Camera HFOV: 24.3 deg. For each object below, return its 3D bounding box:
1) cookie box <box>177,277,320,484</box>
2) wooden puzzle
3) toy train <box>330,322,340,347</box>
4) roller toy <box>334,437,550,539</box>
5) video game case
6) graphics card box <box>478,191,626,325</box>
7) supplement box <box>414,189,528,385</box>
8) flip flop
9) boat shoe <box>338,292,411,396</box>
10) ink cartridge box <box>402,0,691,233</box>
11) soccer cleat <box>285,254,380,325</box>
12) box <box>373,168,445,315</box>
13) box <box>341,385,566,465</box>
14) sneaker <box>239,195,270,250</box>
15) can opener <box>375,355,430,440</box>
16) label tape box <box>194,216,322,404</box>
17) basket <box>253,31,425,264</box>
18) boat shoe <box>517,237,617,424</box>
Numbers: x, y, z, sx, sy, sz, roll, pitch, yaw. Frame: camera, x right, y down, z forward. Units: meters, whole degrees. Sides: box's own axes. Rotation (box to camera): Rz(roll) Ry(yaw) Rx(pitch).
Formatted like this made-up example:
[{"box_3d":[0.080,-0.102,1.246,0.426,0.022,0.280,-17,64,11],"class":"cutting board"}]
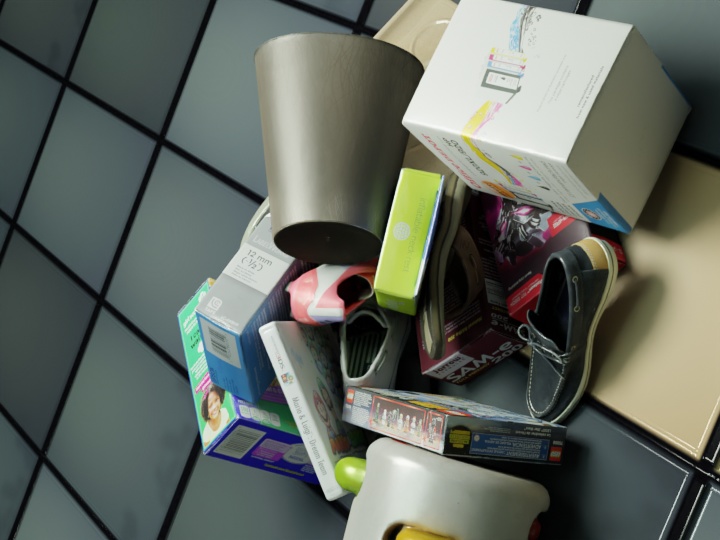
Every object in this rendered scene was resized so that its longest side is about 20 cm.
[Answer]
[{"box_3d":[-0.109,0.125,1.892,0.075,0.170,0.201,-45,43,30],"class":"cookie box"},{"box_3d":[0.080,-0.191,1.790,0.185,0.046,0.200,-47,54,-4],"class":"wooden puzzle"},{"box_3d":[-0.008,0.029,1.883,0.116,0.084,0.201,-44,44,13],"class":"toy train"},{"box_3d":[0.079,0.245,1.564,0.199,0.181,0.141,10,84,58],"class":"roller toy"},{"box_3d":[-0.033,0.139,1.719,0.024,0.200,0.183,-24,83,13],"class":"video game case"},{"box_3d":[0.185,-0.060,1.665,0.125,0.051,0.201,-40,45,36],"class":"graphics card box"},{"box_3d":[0.107,0.004,1.737,0.109,0.061,0.202,-35,48,40],"class":"supplement box"},{"box_3d":[0.097,-0.007,1.655,0.081,0.057,0.202,100,-176,-60],"class":"flip flop"},{"box_3d":[0.014,0.063,1.760,0.073,0.067,0.201,-8,44,8],"class":"boat shoe"},{"box_3d":[0.174,-0.148,1.568,0.199,0.147,0.146,19,77,40],"class":"ink cartridge box"},{"box_3d":[0.000,0.000,1.750,0.076,0.200,0.067,10,122,32],"class":"soccer cleat"},{"box_3d":[0.048,-0.026,1.645,0.200,0.047,0.123,77,-155,-83],"class":"box"},{"box_3d":[0.087,0.148,1.615,0.200,0.136,0.040,9,90,62],"class":"box"},{"box_3d":[-0.059,-0.041,1.848,0.106,0.074,0.201,38,106,39],"class":"sneaker"},{"box_3d":[0.046,0.180,1.739,0.066,0.052,0.202,-38,48,38],"class":"can opener"},{"box_3d":[-0.089,0.020,1.770,0.066,0.144,0.201,24,61,18],"class":"label tape box"},{"box_3d":[-0.028,-0.119,1.691,0.136,0.178,0.202,114,162,-67],"class":"basket"},{"box_3d":[0.184,0.059,1.572,0.075,0.062,0.201,50,136,44],"class":"boat shoe"}]
